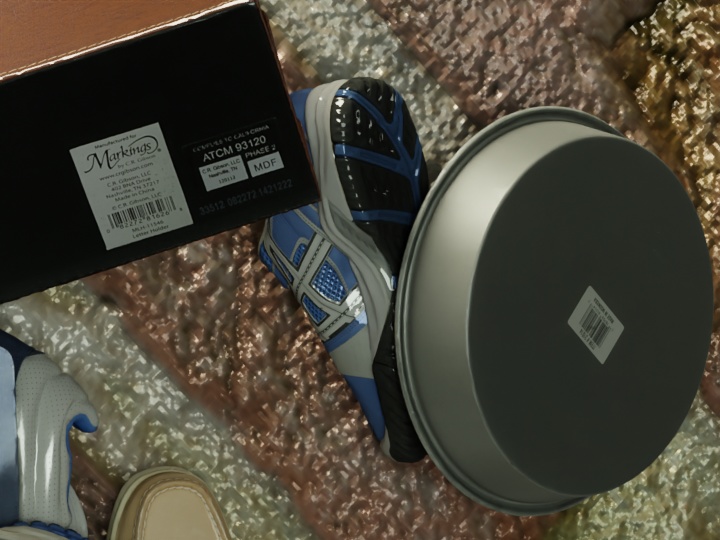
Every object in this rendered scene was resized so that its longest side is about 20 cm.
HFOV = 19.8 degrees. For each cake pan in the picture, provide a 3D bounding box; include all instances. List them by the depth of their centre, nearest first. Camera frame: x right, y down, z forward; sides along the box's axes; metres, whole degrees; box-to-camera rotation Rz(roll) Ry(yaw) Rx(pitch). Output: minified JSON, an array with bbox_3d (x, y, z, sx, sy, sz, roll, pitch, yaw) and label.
[{"bbox_3d":[0.102,0.021,0.998,0.200,0.037,0.201,-4,97,-40],"label":"cake pan"}]

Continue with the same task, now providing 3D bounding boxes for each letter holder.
[{"bbox_3d":[-0.133,-0.074,0.906,0.199,0.142,0.101,-18,122,1],"label":"letter holder"}]

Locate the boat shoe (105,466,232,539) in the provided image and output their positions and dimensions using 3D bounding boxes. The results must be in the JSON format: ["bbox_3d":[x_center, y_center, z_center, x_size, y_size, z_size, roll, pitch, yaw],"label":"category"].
[{"bbox_3d":[-0.072,0.190,0.958,0.073,0.069,0.201,-7,87,-26],"label":"boat shoe"}]

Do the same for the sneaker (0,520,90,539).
[{"bbox_3d":[-0.172,0.137,0.850,0.199,0.085,0.077,15,110,-38],"label":"sneaker"}]

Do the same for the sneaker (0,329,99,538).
[{"bbox_3d":[-0.197,0.120,0.917,0.146,0.081,0.201,26,78,-13],"label":"sneaker"}]

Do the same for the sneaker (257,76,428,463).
[{"bbox_3d":[0.000,0.000,0.990,0.076,0.077,0.201,-39,123,-46],"label":"sneaker"}]
